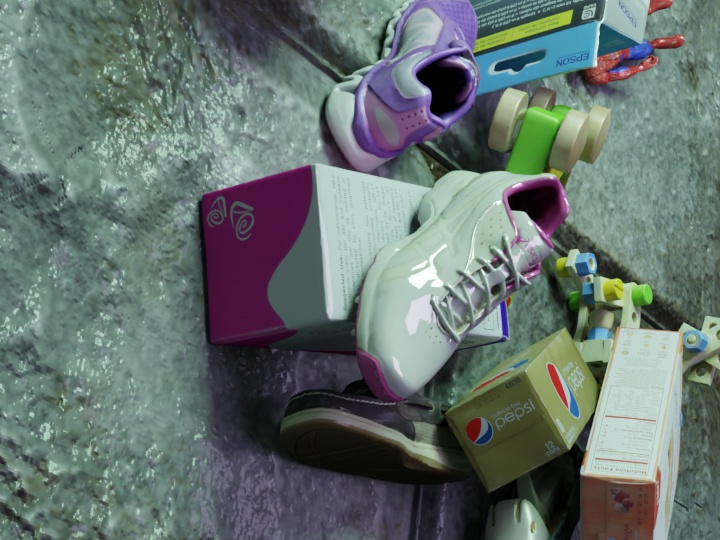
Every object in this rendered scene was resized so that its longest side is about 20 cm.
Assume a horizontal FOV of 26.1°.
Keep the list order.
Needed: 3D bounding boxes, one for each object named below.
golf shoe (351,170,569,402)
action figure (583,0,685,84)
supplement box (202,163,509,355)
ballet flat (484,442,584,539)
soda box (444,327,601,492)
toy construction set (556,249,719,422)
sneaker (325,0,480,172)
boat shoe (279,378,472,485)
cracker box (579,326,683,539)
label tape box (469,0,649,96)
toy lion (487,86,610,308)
[{"bbox_3d":[0.063,0.000,0.951,0.075,0.091,0.200,58,43,-28],"label":"golf shoe"},{"bbox_3d":[0.252,-0.218,1.471,0.200,0.052,0.065,-30,108,-50],"label":"action figure"},{"bbox_3d":[0.000,0.000,1.027,0.200,0.101,0.103,7,75,-52],"label":"supplement box"},{"bbox_3d":[0.125,0.188,1.171,0.074,0.074,0.200,66,29,-16],"label":"ballet flat"},{"bbox_3d":[0.124,0.097,1.131,0.064,0.068,0.200,60,17,2],"label":"soda box"},{"bbox_3d":[0.241,0.070,1.347,0.200,0.092,0.131,21,63,-37],"label":"toy construction set"},{"bbox_3d":[0.055,-0.147,1.153,0.081,0.088,0.200,59,39,-22],"label":"sneaker"},{"bbox_3d":[0.011,0.101,1.045,0.201,0.072,0.066,26,55,-53],"label":"boat shoe"},{"bbox_3d":[0.210,0.152,1.187,0.200,0.058,0.134,-61,151,-55],"label":"cracker box"},{"bbox_3d":[0.156,-0.207,1.256,0.066,0.143,0.200,43,49,-38],"label":"label tape box"},{"bbox_3d":[0.121,-0.040,1.186,0.200,0.069,0.192,-25,134,-72],"label":"toy lion"}]
